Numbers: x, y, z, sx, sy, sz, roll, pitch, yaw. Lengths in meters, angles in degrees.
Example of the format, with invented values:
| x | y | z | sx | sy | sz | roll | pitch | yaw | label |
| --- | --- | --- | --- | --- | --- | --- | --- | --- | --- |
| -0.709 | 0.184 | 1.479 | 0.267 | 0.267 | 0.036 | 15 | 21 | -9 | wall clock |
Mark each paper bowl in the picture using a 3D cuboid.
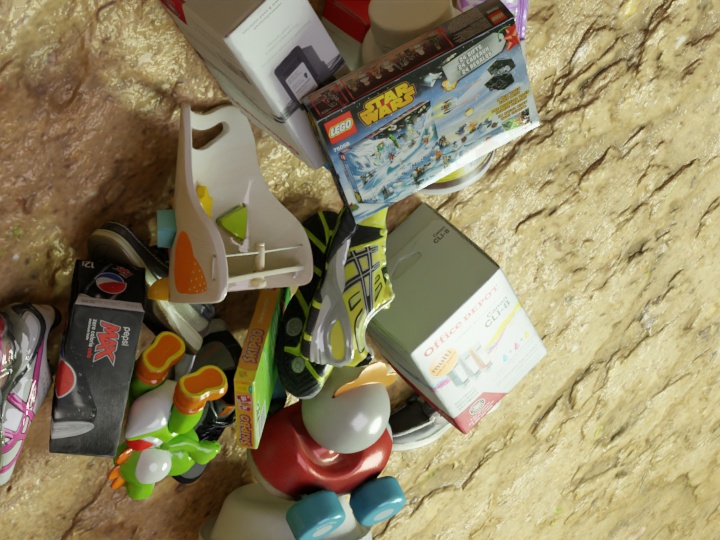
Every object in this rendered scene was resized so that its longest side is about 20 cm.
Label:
| x | y | z | sx | sy | sz | roll | pitch | yaw | label |
| --- | --- | --- | --- | --- | --- | --- | --- | --- | --- |
| -0.085 | 0.303 | 1.847 | 0.199 | 0.200 | 0.106 | -6 | 99 | -41 | paper bowl |

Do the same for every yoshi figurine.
| x | y | z | sx | sy | sz | roll | pitch | yaw | label |
| --- | --- | --- | --- | --- | --- | --- | --- | --- | --- |
| -0.194 | 0.150 | 1.646 | 0.111 | 0.113 | 0.201 | 9 | 135 | -19 | yoshi figurine |

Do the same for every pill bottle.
| x | y | z | sx | sy | sz | roll | pitch | yaw | label |
| --- | --- | --- | --- | --- | --- | --- | --- | --- | --- |
| 0.063 | -0.176 | 1.540 | 0.109 | 0.109 | 0.201 | -35 | 139 | -17 | pill bottle |

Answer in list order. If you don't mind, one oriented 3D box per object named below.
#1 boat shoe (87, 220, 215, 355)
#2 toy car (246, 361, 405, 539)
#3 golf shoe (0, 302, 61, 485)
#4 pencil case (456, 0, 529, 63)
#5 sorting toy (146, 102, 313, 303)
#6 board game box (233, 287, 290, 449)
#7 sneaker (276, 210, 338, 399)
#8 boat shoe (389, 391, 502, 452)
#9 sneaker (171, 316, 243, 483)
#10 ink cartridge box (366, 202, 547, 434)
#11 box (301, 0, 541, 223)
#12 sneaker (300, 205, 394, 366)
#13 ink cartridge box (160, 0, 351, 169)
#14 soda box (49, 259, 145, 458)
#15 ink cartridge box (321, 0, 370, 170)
| x | y | z | sx | sy | sz | roll | pitch | yaw | label |
| --- | --- | --- | --- | --- | --- | --- | --- | --- | --- |
| -0.200 | 0.007 | 1.587 | 0.066 | 0.071 | 0.201 | -59 | 145 | -23 | boat shoe |
| -0.013 | 0.159 | 1.749 | 0.176 | 0.185 | 0.200 | -7 | 150 | -40 | toy car |
| -0.329 | 0.123 | 1.549 | 0.092 | 0.073 | 0.202 | -13 | 129 | -39 | golf shoe |
| 0.141 | -0.287 | 1.655 | 0.083 | 0.085 | 0.201 | -27 | 136 | -29 | pencil case |
| -0.134 | -0.066 | 1.522 | 0.200 | 0.106 | 0.182 | -10 | 96 | -68 | sorting toy |
| -0.099 | 0.080 | 1.690 | 0.201 | 0.030 | 0.096 | -73 | 168 | -49 | board game box |
| -0.034 | 0.042 | 1.708 | 0.076 | 0.075 | 0.202 | 42 | 56 | -56 | sneaker |
| 0.094 | 0.163 | 2.008 | 0.199 | 0.072 | 0.065 | -19 | 122 | -29 | boat shoe |
| -0.168 | 0.151 | 1.727 | 0.074 | 0.079 | 0.202 | -13 | 131 | -40 | sneaker |
| 0.095 | 0.056 | 1.850 | 0.145 | 0.145 | 0.200 | -43 | 141 | -6 | ink cartridge box |
| 0.058 | -0.143 | 1.456 | 0.199 | 0.040 | 0.137 | -28 | 138 | -6 | box |
| 0.000 | 0.000 | 1.625 | 0.075 | 0.076 | 0.202 | -169 | -84 | -86 | sneaker |
| -0.089 | -0.202 | 1.449 | 0.083 | 0.145 | 0.200 | -44 | 142 | -7 | ink cartridge box |
| -0.251 | 0.087 | 1.539 | 0.070 | 0.064 | 0.201 | 6 | 129 | -13 | soda box |
| 0.015 | -0.206 | 1.612 | 0.115 | 0.067 | 0.202 | -11 | 128 | -39 | ink cartridge box |
